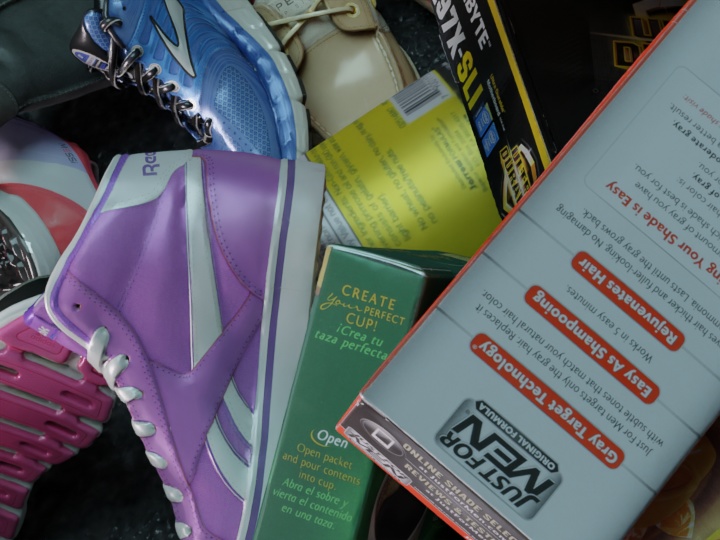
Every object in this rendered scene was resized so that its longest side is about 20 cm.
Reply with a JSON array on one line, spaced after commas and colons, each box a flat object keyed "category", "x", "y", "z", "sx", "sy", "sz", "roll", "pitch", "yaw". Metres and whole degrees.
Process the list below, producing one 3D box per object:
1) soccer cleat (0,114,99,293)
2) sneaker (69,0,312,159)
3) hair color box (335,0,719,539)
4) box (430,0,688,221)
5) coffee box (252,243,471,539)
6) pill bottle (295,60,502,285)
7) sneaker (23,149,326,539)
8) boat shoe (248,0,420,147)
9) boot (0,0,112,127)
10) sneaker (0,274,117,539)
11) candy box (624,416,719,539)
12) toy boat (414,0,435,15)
[{"category": "soccer cleat", "x": -0.175, "y": -0.050, "z": 1.084, "sx": 0.073, "sy": 0.068, "sz": 0.200, "roll": -19, "pitch": 41, "yaw": -24}, {"category": "sneaker", "x": -0.092, "y": -0.100, "z": 1.023, "sx": 0.089, "sy": 0.079, "sz": 0.200, "roll": -23, "pitch": 78, "yaw": -23}, {"category": "hair color box", "x": 0.093, "y": 0.008, "z": 0.751, "sx": 0.101, "sy": 0.061, "sz": 0.200, "roll": 41, "pitch": 72, "yaw": 2}, {"category": "box", "x": 0.139, "y": -0.065, "z": 0.889, "sx": 0.200, "sy": 0.049, "sz": 0.160, "roll": 4, "pitch": 53, "yaw": -26}, {"category": "coffee box", "x": 0.003, "y": 0.090, "z": 0.832, "sx": 0.044, "sy": 0.123, "sz": 0.200, "roll": 17, "pitch": 97, "yaw": 22}, {"category": "pill bottle", "x": 0.000, "y": 0.000, "z": 0.940, "sx": 0.200, "sy": 0.114, "sz": 0.114, "roll": -33, "pitch": 54, "yaw": 2}, {"category": "sneaker", "x": -0.079, "y": 0.051, "z": 0.854, "sx": 0.114, "sy": 0.073, "sz": 0.201, "roll": 4, "pitch": 93, "yaw": -6}, {"category": "boat shoe", "x": -0.028, "y": -0.124, "z": 1.054, "sx": 0.074, "sy": 0.069, "sz": 0.200, "roll": -32, "pitch": 54, "yaw": 2}, {"category": "boot", "x": -0.191, "y": -0.131, "z": 1.075, "sx": 0.182, "sy": 0.073, "sz": 0.200, "roll": 39, "pitch": 58, "yaw": 19}, {"category": "sneaker", "x": -0.153, "y": 0.049, "z": 0.953, "sx": 0.074, "sy": 0.200, "sz": 0.088, "roll": 22, "pitch": 49, "yaw": -12}, {"category": "candy box", "x": 0.149, "y": 0.063, "z": 0.789, "sx": 0.200, "sy": 0.055, "sz": 0.115, "roll": -35, "pitch": 45, "yaw": -5}, {"category": "toy boat", "x": 0.074, "y": -0.188, "z": 1.003, "sx": 0.130, "sy": 0.131, "sz": 0.200, "roll": -43, "pitch": 58, "yaw": -16}]
